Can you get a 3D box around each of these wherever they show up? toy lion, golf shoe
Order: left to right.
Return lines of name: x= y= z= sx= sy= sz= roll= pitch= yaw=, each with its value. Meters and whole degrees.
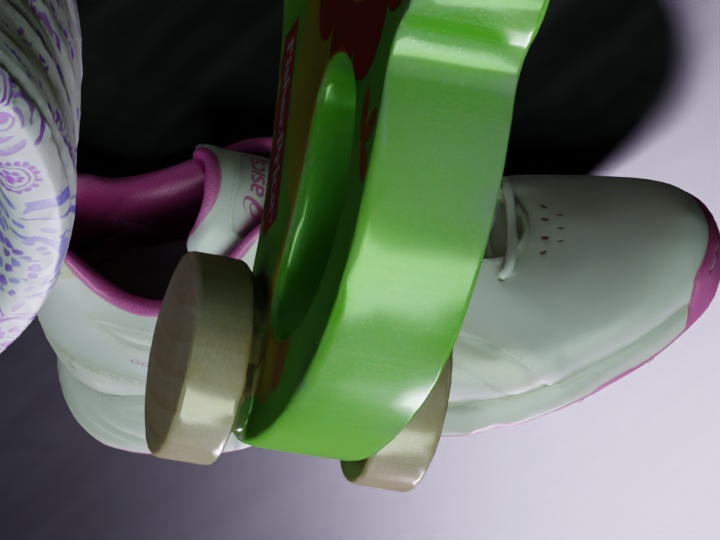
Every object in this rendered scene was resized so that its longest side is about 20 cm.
golf shoe: x=0.000 y=0.000 z=0.783 sx=0.200 sy=0.075 sz=0.092 roll=-10 pitch=140 yaw=11
toy lion: x=0.011 y=-0.068 z=0.591 sx=0.069 sy=0.200 sz=0.192 roll=10 pitch=162 yaw=-12

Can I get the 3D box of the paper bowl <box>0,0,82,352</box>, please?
paper bowl: x=-0.168 y=-0.053 z=0.674 sx=0.201 sy=0.104 sz=0.201 roll=-1 pitch=145 yaw=-1
